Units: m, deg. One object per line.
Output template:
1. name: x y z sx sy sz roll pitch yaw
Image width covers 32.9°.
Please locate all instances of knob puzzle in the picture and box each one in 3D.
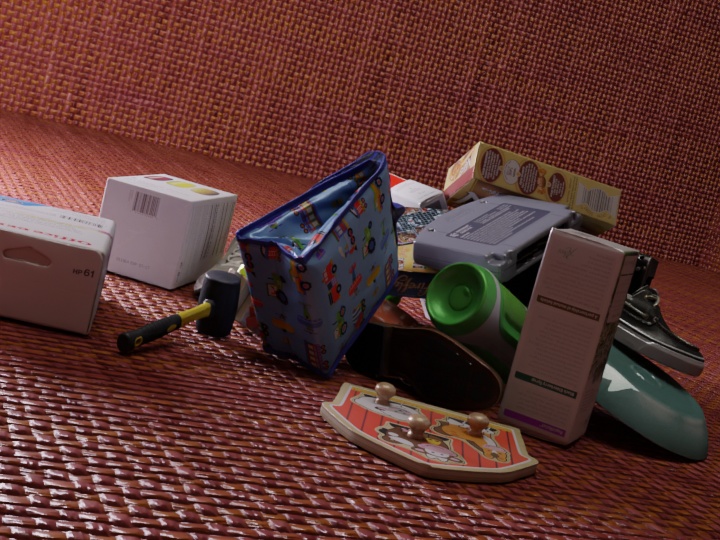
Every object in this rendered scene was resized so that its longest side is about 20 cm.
1. knob puzzle: 0.062 0.138 1.070 0.218 0.031 0.220 15 9 -2

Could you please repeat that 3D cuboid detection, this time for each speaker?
1. speaker: 0.148 0.064 1.328 0.088 0.089 0.200 21 -11 39

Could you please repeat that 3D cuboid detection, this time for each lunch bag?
1. lunch bag: -0.017 -0.017 1.240 0.094 0.151 0.200 21 46 34

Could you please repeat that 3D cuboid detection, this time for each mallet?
1. mallet: -0.174 0.039 1.190 0.041 0.066 0.200 19 9 18

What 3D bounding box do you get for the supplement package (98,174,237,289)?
1. supplement package: -0.242 -0.053 1.527 0.113 0.110 0.200 16 8 7

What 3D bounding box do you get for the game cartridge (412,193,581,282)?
1. game cartridge: 0.153 -0.041 1.411 0.133 0.041 0.200 18 28 32

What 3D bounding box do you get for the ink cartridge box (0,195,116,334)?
1. ink cartridge box: -0.322 -0.011 1.199 0.144 0.085 0.200 13 7 -10

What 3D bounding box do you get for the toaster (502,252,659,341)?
1. toaster: 0.255 0.047 1.509 0.199 0.182 0.119 18 3 25

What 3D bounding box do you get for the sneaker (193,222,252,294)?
1. sneaker: -0.146 -0.013 1.491 0.075 0.092 0.200 16 9 7

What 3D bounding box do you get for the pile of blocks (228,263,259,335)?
1. pile of blocks: -0.068 -0.007 1.325 0.062 0.200 0.082 26 -31 45

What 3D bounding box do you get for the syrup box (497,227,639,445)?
1. syrup box: 0.207 0.065 1.215 0.081 0.201 0.079 19 9 22

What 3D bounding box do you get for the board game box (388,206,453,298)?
1. board game box: 0.101 -0.022 1.460 0.135 0.035 0.200 5 25 5

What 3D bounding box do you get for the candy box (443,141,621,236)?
1. candy box: 0.217 -0.094 1.562 0.199 0.056 0.115 18 -18 -12

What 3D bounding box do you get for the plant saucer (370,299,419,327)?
1. plant saucer: -0.025 0.044 1.470 0.199 0.032 0.200 21 11 -4

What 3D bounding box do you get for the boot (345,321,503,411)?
1. boot: 0.086 0.093 1.260 0.199 0.075 0.097 19 12 40

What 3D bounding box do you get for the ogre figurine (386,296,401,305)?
1. ogre figurine: 0.003 -0.015 1.616 0.199 0.121 0.098 23 26 26

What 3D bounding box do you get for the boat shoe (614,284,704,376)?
1. boat shoe: 0.308 0.047 1.383 0.199 0.071 0.072 31 5 11

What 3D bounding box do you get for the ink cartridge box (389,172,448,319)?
1. ink cartridge box: 0.081 -0.028 1.665 0.043 0.201 0.173 -26 24 -19

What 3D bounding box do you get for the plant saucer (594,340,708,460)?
1. plant saucer: 0.302 0.127 1.324 0.199 0.036 0.200 31 15 -9
